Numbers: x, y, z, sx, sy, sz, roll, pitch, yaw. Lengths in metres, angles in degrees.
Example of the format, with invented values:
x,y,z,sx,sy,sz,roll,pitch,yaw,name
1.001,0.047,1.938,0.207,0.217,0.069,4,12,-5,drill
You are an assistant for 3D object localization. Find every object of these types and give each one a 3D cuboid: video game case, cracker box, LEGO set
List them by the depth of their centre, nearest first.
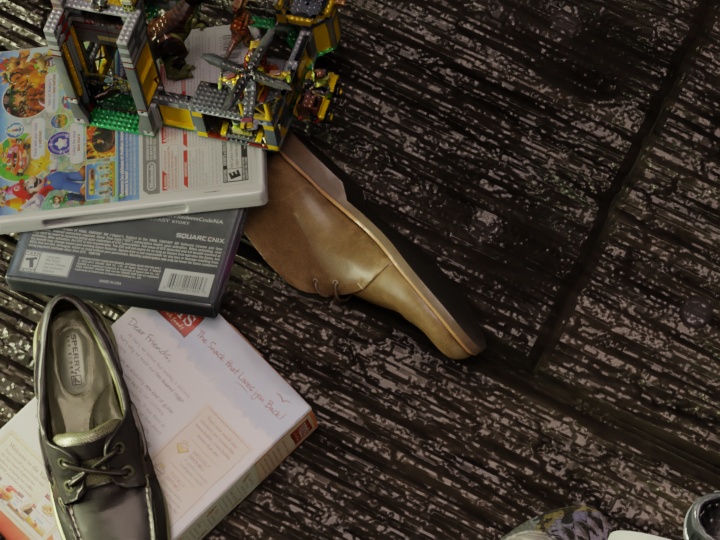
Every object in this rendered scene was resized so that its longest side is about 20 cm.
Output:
x,y,z,sx,sy,sz,roll,pitch,yaw,name
-0.110,-0.164,1.543,0.199,0.116,0.154,18,61,18,LEGO set
-0.144,0.117,1.548,0.200,0.058,0.134,-43,75,-7,cracker box
-0.138,-0.065,1.586,0.142,0.019,0.201,8,58,13,video game case
-0.162,-0.095,1.587,0.199,0.018,0.144,-6,57,4,video game case

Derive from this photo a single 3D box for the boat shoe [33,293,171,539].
x,y,z,sx,sy,sz,roll,pitch,yaw,name
-0.168,0.110,1.487,0.071,0.066,0.202,-15,73,0,boat shoe

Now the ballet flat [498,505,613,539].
x,y,z,sx,sy,sz,roll,pitch,yaw,name
0.078,0.213,1.498,0.200,0.072,0.072,-34,74,-6,ballet flat

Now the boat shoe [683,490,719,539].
x,y,z,sx,sy,sz,roll,pitch,yaw,name
0.298,0.185,1.489,0.199,0.068,0.072,23,77,10,boat shoe

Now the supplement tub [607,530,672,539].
x,y,z,sx,sy,sz,roll,pitch,yaw,name
0.174,0.272,1.434,0.145,0.145,0.201,19,76,9,supplement tub

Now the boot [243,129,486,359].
x,y,z,sx,sy,sz,roll,pitch,yaw,name
0.000,0.000,1.573,0.076,0.074,0.200,-48,69,6,boot
